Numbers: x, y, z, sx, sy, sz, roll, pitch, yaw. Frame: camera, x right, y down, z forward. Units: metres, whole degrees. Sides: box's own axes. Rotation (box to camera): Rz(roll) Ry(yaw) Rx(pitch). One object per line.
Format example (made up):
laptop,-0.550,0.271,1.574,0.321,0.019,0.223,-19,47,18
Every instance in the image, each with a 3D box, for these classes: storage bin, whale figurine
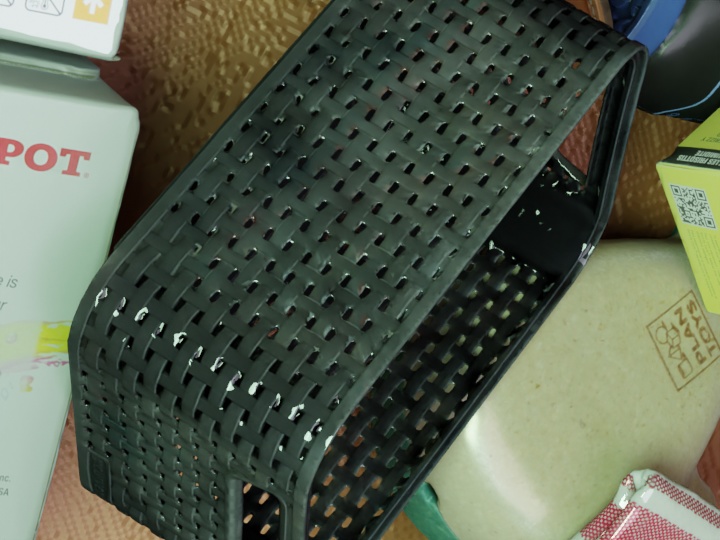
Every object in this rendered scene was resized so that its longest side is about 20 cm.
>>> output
storage bin,0.000,0.000,0.855,0.200,0.094,0.135,-50,163,-27
whale figurine,0.087,0.037,1.008,0.200,0.104,0.159,-35,102,-33

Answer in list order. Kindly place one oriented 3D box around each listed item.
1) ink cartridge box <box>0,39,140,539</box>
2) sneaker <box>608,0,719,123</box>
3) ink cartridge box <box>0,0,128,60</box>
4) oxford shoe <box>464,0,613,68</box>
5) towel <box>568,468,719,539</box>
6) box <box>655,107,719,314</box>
ink cartridge box,-0.179,0.008,0.848,0.145,0.145,0.201,10,105,-26
sneaker,0.154,-0.149,0.978,0.078,0.070,0.200,28,99,-39
ink cartridge box,-0.149,-0.180,0.779,0.197,0.043,0.201,10,99,-15
oxford shoe,0.014,-0.129,0.909,0.200,0.071,0.071,47,50,-23
towel,0.081,0.166,0.977,0.200,0.030,0.146,-46,133,11
box,0.201,-0.065,0.993,0.200,0.050,0.075,-41,124,-27
